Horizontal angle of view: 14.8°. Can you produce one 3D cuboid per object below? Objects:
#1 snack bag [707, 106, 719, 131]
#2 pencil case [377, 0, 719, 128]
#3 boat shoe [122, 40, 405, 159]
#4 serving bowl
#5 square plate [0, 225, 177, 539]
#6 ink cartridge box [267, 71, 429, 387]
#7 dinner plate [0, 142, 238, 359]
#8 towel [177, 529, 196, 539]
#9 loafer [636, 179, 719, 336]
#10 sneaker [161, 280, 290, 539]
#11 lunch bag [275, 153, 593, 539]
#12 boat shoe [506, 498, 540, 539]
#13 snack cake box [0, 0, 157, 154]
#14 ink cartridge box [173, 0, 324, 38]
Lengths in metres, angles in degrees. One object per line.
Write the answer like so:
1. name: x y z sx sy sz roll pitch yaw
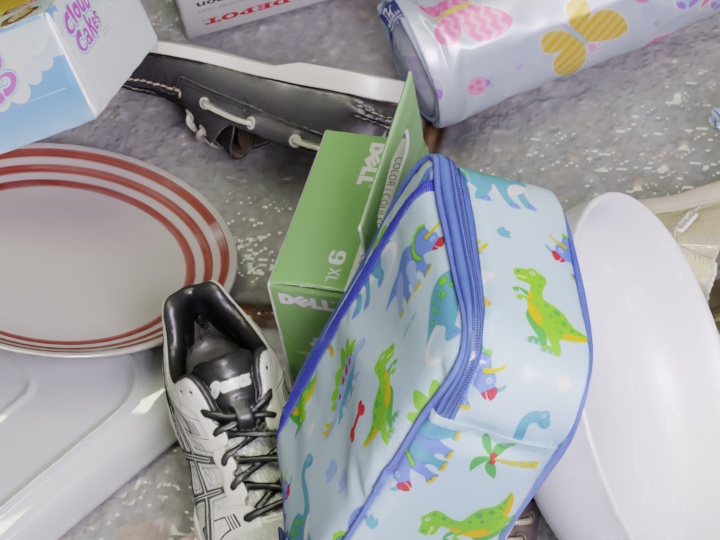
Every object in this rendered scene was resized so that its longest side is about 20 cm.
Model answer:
1. snack bag: 0.314 -0.052 1.476 0.199 0.022 0.189 -21 52 -29
2. pencil case: 0.110 -0.154 1.584 0.199 0.084 0.091 -22 38 -7
3. boat shoe: -0.064 -0.093 1.582 0.199 0.074 0.061 11 92 26
4. serving bowl: 0.120 0.067 1.355 0.065 0.200 0.201 -16 47 27
5. square plate: -0.211 0.070 1.503 0.198 0.029 0.200 -40 56 -19
6. ink cartridge box: 0.000 0.000 1.409 0.059 0.201 0.104 8 54 16
7. dinner plate: -0.167 -0.007 1.527 0.198 0.024 0.201 8 35 -5
8. towel: -0.040 0.202 1.369 0.190 0.032 0.200 -29 54 -13
9. loafer: 0.161 0.003 1.458 0.199 0.076 0.068 -21 46 -7
10. sneaker: -0.062 0.088 1.390 0.075 0.088 0.200 -22 46 -9
11. lunch bag: 0.028 0.058 1.273 0.082 0.201 0.161 16 39 -18
12. boat shoe: 0.051 0.131 1.352 0.074 0.074 0.201 11 40 -5
13. snack cake box: -0.225 -0.104 1.549 0.199 0.068 0.115 -19 18 22
14. ink cartridge box: -0.053 -0.225 1.588 0.144 0.200 0.085 -16 71 -2
